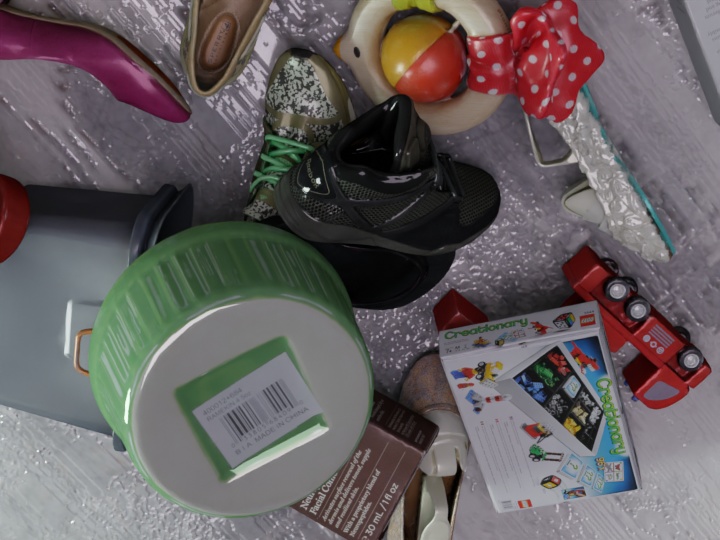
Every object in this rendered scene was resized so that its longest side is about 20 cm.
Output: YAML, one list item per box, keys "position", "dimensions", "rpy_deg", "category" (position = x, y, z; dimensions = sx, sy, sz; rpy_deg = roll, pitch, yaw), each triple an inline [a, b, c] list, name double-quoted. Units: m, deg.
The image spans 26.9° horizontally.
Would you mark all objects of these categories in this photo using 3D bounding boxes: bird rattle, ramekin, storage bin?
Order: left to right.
- position: [-0.215, 0.032, 1.151]
  dimensions: [0.133, 0.146, 0.201]
  rpy_deg: [9, 111, 4]
  category: "storage bin"
- position: [-0.086, 0.075, 1.061]
  dimensions: [0.199, 0.098, 0.201]
  rpy_deg: [-8, 116, -16]
  category: "ramekin"
- position: [0.068, -0.170, 1.102]
  dimensions: [0.200, 0.113, 0.163]
  rpy_deg: [38, 132, -10]
  category: "bird rattle"

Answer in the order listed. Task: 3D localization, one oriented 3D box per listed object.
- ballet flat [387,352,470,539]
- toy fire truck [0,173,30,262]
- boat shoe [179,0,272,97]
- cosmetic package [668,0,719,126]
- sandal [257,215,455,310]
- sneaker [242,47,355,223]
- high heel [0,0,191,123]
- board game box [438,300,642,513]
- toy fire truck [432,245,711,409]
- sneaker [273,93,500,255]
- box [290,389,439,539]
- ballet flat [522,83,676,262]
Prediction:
- position: [0.063, 0.169, 1.249]
  dimensions: [0.068, 0.067, 0.201]
  rpy_deg: [-1, 112, -11]
  category: "ballet flat"
- position: [-0.342, -0.034, 1.087]
  dimensions: [0.112, 0.200, 0.168]
  rpy_deg: [19, 117, -47]
  category: "toy fire truck"
- position: [-0.083, -0.222, 1.091]
  dimensions: [0.073, 0.063, 0.201]
  rpy_deg: [13, 110, -8]
  category: "boat shoe"
- position: [0.284, -0.207, 1.113]
  dimensions: [0.101, 0.071, 0.201]
  rpy_deg: [-24, 111, 6]
  category: "cosmetic package"
- position: [-0.001, 0.001, 1.144]
  dimensions: [0.200, 0.048, 0.076]
  rpy_deg: [0, 115, -39]
  category: "sandal"
- position: [-0.054, -0.065, 1.130]
  dimensions: [0.076, 0.089, 0.201]
  rpy_deg: [12, 111, 15]
  category: "sneaker"
- position: [-0.224, -0.147, 1.109]
  dimensions: [0.200, 0.067, 0.096]
  rpy_deg: [37, 96, 0]
  category: "high heel"
- position: [0.147, 0.115, 1.206]
  dimensions: [0.126, 0.035, 0.201]
  rpy_deg: [-11, 132, 11]
  category: "board game box"
- position: [0.172, 0.060, 1.223]
  dimensions: [0.200, 0.049, 0.141]
  rpy_deg: [41, 104, -18]
  category: "toy fire truck"
- position: [0.045, -0.068, 1.103]
  dimensions: [0.199, 0.077, 0.114]
  rpy_deg: [4, 149, -37]
  category: "sneaker"
- position: [-0.049, 0.124, 1.194]
  dimensions: [0.199, 0.075, 0.101]
  rpy_deg: [29, 106, 6]
  category: "box"
- position: [0.172, -0.086, 1.160]
  dimensions: [0.072, 0.072, 0.201]
  rpy_deg: [-28, 102, 8]
  category: "ballet flat"
